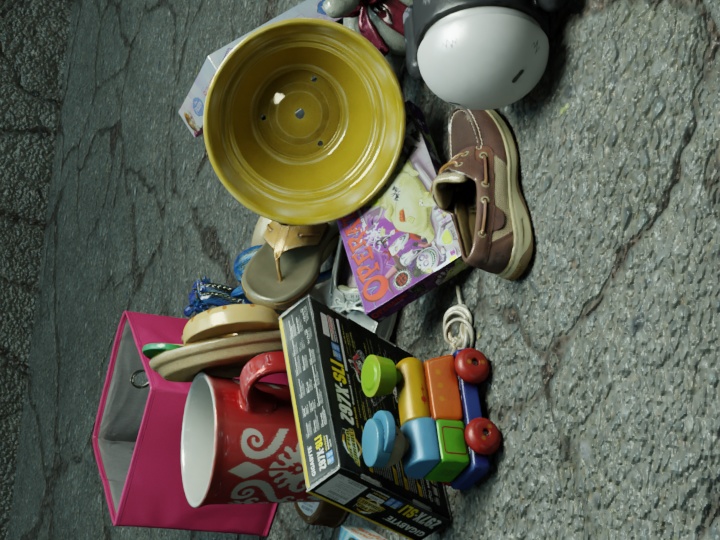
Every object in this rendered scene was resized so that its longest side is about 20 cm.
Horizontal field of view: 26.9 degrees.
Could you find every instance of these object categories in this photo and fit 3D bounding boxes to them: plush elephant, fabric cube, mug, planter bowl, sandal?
[{"bbox_3d":[0.012,-0.284,1.526,0.164,0.154,0.202,-25,51,43],"label":"plush elephant"},{"bbox_3d":[-0.204,0.187,1.856,0.200,0.197,0.198,-123,45,-57],"label":"fabric cube"},{"bbox_3d":[-0.064,0.170,1.514,0.177,0.198,0.135,138,134,-60],"label":"mug"},{"bbox_3d":[-0.058,-0.152,1.499,0.084,0.198,0.203,-117,39,-75],"label":"planter bowl"},{"bbox_3d":[-0.064,-0.038,1.574,0.201,0.080,0.054,-55,-33,-36],"label":"sandal"}]

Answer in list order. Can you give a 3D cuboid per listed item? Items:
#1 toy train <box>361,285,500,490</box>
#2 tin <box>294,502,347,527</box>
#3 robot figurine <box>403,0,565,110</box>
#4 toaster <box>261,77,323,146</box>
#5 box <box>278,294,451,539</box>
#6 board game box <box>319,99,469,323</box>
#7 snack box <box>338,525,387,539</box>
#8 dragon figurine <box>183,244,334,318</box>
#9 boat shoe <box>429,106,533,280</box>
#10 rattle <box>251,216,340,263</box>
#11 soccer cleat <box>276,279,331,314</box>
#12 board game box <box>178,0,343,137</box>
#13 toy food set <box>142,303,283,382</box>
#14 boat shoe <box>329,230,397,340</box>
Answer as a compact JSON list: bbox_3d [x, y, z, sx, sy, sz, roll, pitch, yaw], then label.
[{"bbox_3d":[0.051,0.096,1.379,0.085,0.114,0.202,128,143,-49],"label":"toy train"},{"bbox_3d":[-0.035,0.182,1.664,0.112,0.041,0.203,5,88,63],"label":"tin"},{"bbox_3d":[0.108,-0.243,1.354,0.151,0.123,0.202,106,163,-66],"label":"robot figurine"},{"bbox_3d":[-0.062,-0.172,1.671,0.199,0.114,0.129,-35,20,-3],"label":"toaster"},{"bbox_3d":[0.003,0.140,1.423,0.049,0.159,0.201,-37,45,27],"label":"box"},{"bbox_3d":[0.033,-0.061,1.490,0.120,0.032,0.201,-35,52,23],"label":"board game box"},{"bbox_3d":[0.000,0.369,1.512,0.116,0.037,0.203,-168,86,-67],"label":"snack box"},{"bbox_3d":[-0.105,0.014,1.635,0.199,0.099,0.059,-31,38,33],"label":"dragon figurine"},{"bbox_3d":[0.101,-0.080,1.376,0.072,0.071,0.202,124,146,-46],"label":"boat shoe"},{"bbox_3d":[-0.058,0.009,1.705,0.142,0.130,0.202,31,102,20],"label":"rattle"},{"bbox_3d":[-0.062,0.058,1.693,0.200,0.084,0.069,142,119,-61],"label":"soccer cleat"},{"bbox_3d":[-0.106,-0.246,1.759,0.041,0.199,0.200,56,160,2],"label":"board game box"},{"bbox_3d":[-0.126,0.076,1.542,0.197,0.199,0.049,-19,77,42],"label":"toy food set"},{"bbox_3d":[0.002,-0.001,1.568,0.074,0.065,0.205,9,84,26],"label":"boat shoe"}]
